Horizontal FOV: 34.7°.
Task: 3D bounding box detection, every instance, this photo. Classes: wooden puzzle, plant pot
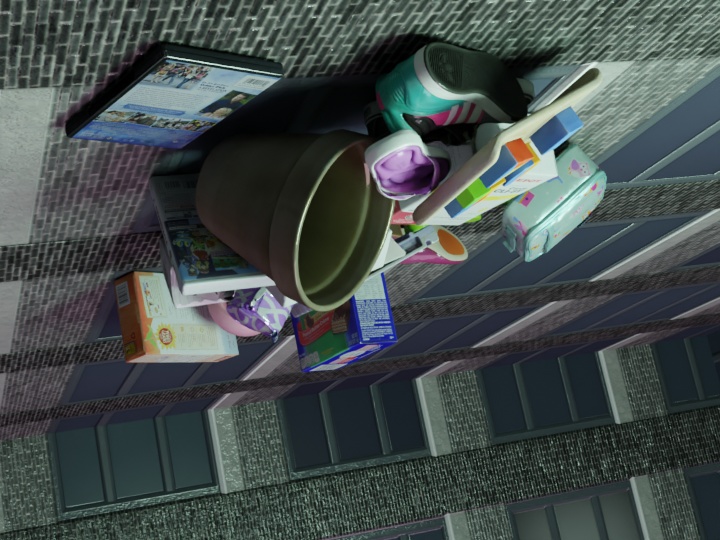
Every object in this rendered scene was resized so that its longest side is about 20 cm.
[{"bbox_3d":[0.167,-0.126,1.265,0.200,0.046,0.185,-37,177,-34],"label":"wooden puzzle"},{"bbox_3d":[-0.083,-0.074,1.292,0.173,0.200,0.200,19,-179,27],"label":"plant pot"}]

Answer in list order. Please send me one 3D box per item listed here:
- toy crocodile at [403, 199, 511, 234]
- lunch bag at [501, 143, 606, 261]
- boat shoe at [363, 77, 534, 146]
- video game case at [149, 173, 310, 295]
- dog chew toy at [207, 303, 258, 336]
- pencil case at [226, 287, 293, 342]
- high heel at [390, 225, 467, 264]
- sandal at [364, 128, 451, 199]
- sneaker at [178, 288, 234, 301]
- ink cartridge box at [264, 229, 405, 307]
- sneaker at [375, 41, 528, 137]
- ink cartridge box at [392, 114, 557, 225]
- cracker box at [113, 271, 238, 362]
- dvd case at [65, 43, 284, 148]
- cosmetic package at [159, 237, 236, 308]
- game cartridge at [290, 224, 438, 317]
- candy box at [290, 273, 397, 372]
[{"bbox_3d":[0.118,-0.094,1.650,0.199,0.068,0.062,-13,171,15],"label":"toy crocodile"},{"bbox_3d":[0.272,-0.088,1.644,0.160,0.077,0.200,-44,167,-1],"label":"lunch bag"},{"bbox_3d":[0.106,-0.172,1.323,0.199,0.064,0.071,-11,167,-1],"label":"boat shoe"},{"bbox_3d":[-0.137,-0.052,1.384,0.199,0.182,0.023,-6,139,-21],"label":"video game case"},{"bbox_3d":[-0.172,0.045,1.875,0.124,0.125,0.200,-14,174,11],"label":"dog chew toy"},{"bbox_3d":[-0.107,-0.008,1.549,0.084,0.200,0.086,19,159,19],"label":"pencil case"},{"bbox_3d":[0.078,-0.034,1.853,0.200,0.068,0.096,18,141,-35],"label":"high heel"},{"bbox_3d":[0.052,-0.100,1.233,0.082,0.050,0.203,-26,167,15],"label":"sandal"},{"bbox_3d":[-0.204,-0.034,1.505,0.088,0.074,0.200,2,133,-10],"label":"sneaker"},{"bbox_3d":[-0.044,-0.044,1.465,0.200,0.116,0.068,-23,146,-32],"label":"ink cartridge box"},{"bbox_3d":[0.086,-0.178,1.241,0.121,0.084,0.200,-23,161,36],"label":"sneaker"},{"bbox_3d":[0.130,-0.128,1.482,0.145,0.084,0.200,0,162,-37],"label":"ink cartridge box"},{"bbox_3d":[-0.294,0.078,1.855,0.058,0.134,0.200,-22,163,37],"label":"cracker box"},{"bbox_3d":[-0.192,-0.173,1.173,0.142,0.018,0.200,2,162,-42],"label":"dvd case"},{"bbox_3d":[-0.178,-0.010,1.644,0.199,0.074,0.102,-10,-150,-15],"label":"cosmetic package"},{"bbox_3d":[0.000,0.000,1.595,0.200,0.038,0.130,-29,-174,-24],"label":"game cartridge"},{"bbox_3d":[-0.037,0.037,1.767,0.077,0.201,0.169,1,161,-37],"label":"candy box"}]
